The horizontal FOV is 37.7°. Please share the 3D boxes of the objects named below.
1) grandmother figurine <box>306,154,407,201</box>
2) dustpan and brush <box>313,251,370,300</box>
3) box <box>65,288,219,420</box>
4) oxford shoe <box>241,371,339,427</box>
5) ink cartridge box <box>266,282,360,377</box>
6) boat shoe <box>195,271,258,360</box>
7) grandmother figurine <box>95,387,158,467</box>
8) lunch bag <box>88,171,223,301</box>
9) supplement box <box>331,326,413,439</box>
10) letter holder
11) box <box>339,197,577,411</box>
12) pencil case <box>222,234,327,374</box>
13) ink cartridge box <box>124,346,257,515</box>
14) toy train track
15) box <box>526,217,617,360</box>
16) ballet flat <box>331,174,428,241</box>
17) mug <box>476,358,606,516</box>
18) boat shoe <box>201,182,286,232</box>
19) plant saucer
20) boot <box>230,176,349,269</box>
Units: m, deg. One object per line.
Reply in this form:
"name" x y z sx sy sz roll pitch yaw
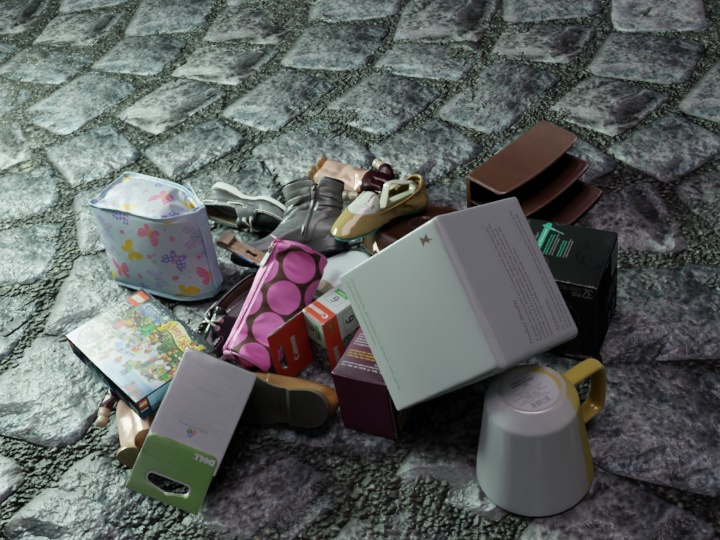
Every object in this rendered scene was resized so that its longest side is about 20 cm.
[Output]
"grandmother figurine" 0.012 -0.151 1.824 0.200 0.061 0.121 18 57 25
"dustpan and brush" 0.000 0.000 1.670 0.139 0.057 0.200 16 53 40
"box" -0.314 0.115 1.518 0.136 0.038 0.200 -35 46 -26
"oxford shoe" -0.119 0.177 1.486 0.200 0.072 0.071 10 14 25
"ink cartridge box" -0.036 0.088 1.522 0.200 0.109 0.050 -36 47 -26
"boat shoe" -0.205 0.077 1.595 0.074 0.060 0.200 25 51 34
"grandmother figurine" -0.322 0.185 1.509 0.121 0.061 0.200 -12 42 -16
"lunch bag" -0.311 -0.052 1.696 0.200 0.170 0.127 14 43 30
"supplement box" 0.046 0.119 1.468 0.085 0.111 0.200 11 44 23
"letter holder" 0.291 -0.138 1.728 0.200 0.101 0.142 -36 49 -28
"box" 0.123 0.043 1.341 0.171 0.199 0.200 -17 -10 -46
"pencil case" -0.128 0.052 1.529 0.091 0.094 0.200 14 78 48
"ink cartridge box" -0.223 0.214 1.401 0.104 0.059 0.200 23 72 -3
"toy train track" -0.131 -0.013 1.609 0.200 0.033 0.115 26 53 15
"box" 0.255 0.020 1.511 0.199 0.149 0.124 11 45 23
"ballet flat" 0.028 -0.105 1.667 0.069 0.063 0.200 23 35 38
"mug" 0.219 0.187 1.322 0.149 0.153 0.187 7 42 20
"boat shoe" -0.193 -0.095 1.795 0.200 0.074 0.060 23 55 29
"plant saucer" 0.102 -0.062 1.688 0.200 0.035 0.200 0 28 0
"boot" -0.117 -0.078 1.714 0.199 0.070 0.132 -8 77 1
